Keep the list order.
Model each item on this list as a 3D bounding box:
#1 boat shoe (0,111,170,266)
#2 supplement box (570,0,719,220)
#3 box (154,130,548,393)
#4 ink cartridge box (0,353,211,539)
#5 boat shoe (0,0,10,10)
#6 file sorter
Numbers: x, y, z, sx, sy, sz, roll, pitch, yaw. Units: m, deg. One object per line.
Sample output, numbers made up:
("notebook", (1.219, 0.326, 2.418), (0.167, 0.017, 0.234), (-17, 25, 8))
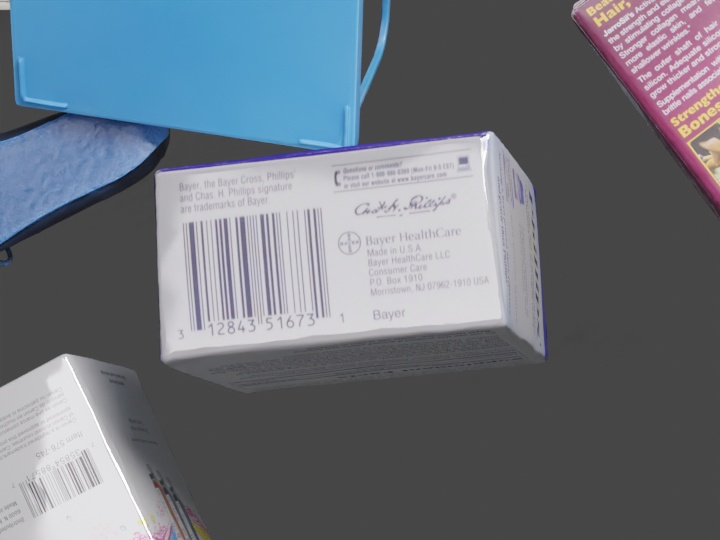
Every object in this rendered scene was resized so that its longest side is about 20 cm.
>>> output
("boat shoe", (-0.201, -0.041, 1.467), (0.198, 0.069, 0.085), (-14, 83, 5))
("supplement box", (0.227, -0.091, 1.358), (0.131, 0.103, 0.201), (-36, 68, 5))
("box", (0.000, 0.000, 1.356), (0.182, 0.200, 0.106), (-6, 81, 9))
("ink cartridge box", (-0.163, 0.171, 1.395), (0.145, 0.145, 0.201), (-26, 80, 6))
("boat shoe", (-0.172, -0.247, 1.498), (0.201, 0.073, 0.062), (-55, 35, 7))
("file sorter", (-0.084, -0.169, 1.410), (0.198, 0.123, 0.140), (9, 126, 10))
